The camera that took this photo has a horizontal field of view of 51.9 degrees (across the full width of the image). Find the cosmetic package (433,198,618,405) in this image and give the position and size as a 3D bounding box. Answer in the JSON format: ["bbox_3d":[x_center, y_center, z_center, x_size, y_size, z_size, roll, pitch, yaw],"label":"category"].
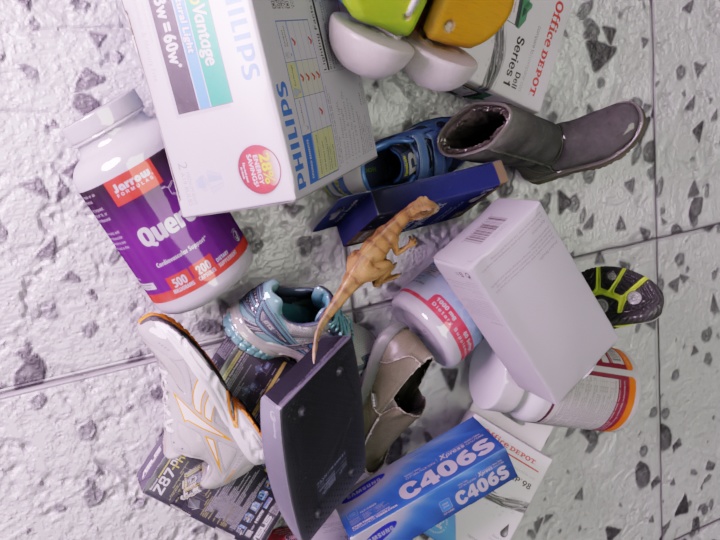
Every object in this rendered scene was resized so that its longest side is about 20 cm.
[{"bbox_3d":[0.184,0.033,0.810,0.113,0.081,0.201,-40,113,-15],"label":"cosmetic package"}]

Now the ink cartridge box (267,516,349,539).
[{"bbox_3d":[-0.016,0.360,0.822,0.144,0.200,0.084,-2,99,-25],"label":"ink cartridge box"}]

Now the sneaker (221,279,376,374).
[{"bbox_3d":[-0.045,0.063,0.797,0.199,0.078,0.086,18,131,-41],"label":"sneaker"}]

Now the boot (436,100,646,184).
[{"bbox_3d":[0.209,-0.160,0.840,0.199,0.181,0.073,16,54,-48],"label":"boot"}]

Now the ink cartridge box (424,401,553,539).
[{"bbox_3d":[0.160,0.259,0.940,0.115,0.067,0.201,29,85,4],"label":"ink cartridge box"}]

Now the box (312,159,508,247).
[{"bbox_3d":[0.053,-0.070,0.828,0.198,0.121,0.033,-14,81,-22],"label":"box"}]

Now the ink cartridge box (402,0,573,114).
[{"bbox_3d":[0.132,-0.280,0.850,0.198,0.084,0.148,16,92,-26],"label":"ink cartridge box"}]

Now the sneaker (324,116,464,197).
[{"bbox_3d":[0.057,-0.125,0.842,0.198,0.082,0.075,-22,105,-22],"label":"sneaker"}]

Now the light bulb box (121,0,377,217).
[{"bbox_3d":[-0.089,-0.173,0.685,0.200,0.123,0.201,-40,121,-61],"label":"light bulb box"}]

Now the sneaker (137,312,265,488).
[{"bbox_3d":[-0.171,0.137,0.735,0.092,0.076,0.201,-35,107,-11],"label":"sneaker"}]

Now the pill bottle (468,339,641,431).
[{"bbox_3d":[0.245,0.141,0.941,0.198,0.109,0.111,10,94,-19],"label":"pill bottle"}]

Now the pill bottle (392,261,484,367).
[{"bbox_3d":[0.142,0.013,0.891,0.200,0.109,0.109,-41,113,-14],"label":"pill bottle"}]

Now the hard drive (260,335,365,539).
[{"bbox_3d":[-0.047,0.176,0.775,0.135,0.042,0.202,-43,139,-42],"label":"hard drive"}]

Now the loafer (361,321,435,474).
[{"bbox_3d":[0.033,0.161,0.856,0.075,0.069,0.202,-19,130,-51],"label":"loafer"}]

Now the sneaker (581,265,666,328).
[{"bbox_3d":[0.287,0.045,0.931,0.076,0.198,0.076,31,63,-42],"label":"sneaker"}]

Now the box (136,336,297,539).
[{"bbox_3d":[-0.126,0.186,0.824,0.161,0.049,0.201,36,82,-27],"label":"box"}]

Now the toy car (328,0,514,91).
[{"bbox_3d":[0.047,-0.278,0.692,0.198,0.150,0.176,-2,130,-40],"label":"toy car"}]

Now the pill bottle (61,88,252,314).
[{"bbox_3d":[-0.196,-0.065,0.712,0.112,0.112,0.201,-36,112,-16],"label":"pill bottle"}]

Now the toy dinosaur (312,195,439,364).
[{"bbox_3d":[0.000,0.000,0.759,0.060,0.106,0.201,36,86,10],"label":"toy dinosaur"}]

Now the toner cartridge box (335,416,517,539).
[{"bbox_3d":[0.071,0.249,0.848,0.198,0.095,0.044,-28,105,-9],"label":"toner cartridge box"}]
